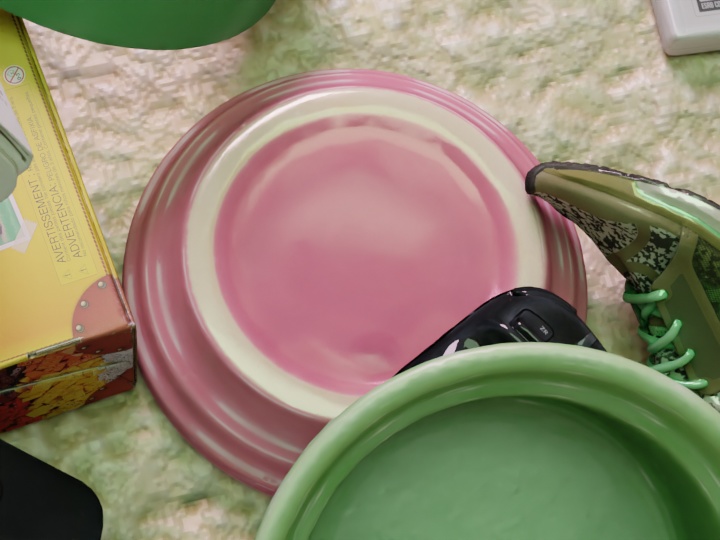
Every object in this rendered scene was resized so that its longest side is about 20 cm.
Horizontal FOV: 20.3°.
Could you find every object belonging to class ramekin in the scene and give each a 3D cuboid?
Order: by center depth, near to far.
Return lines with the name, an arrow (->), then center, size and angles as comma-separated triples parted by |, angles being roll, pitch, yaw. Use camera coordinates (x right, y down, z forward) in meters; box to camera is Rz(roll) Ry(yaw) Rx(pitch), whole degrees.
ramekin -> 0.053, 0.123, 0.726 | 0.200, 0.098, 0.200 | 0, 92, -6

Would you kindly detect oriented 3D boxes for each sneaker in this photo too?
sneaker -> 0.143, 0.029, 0.833 | 0.200, 0.077, 0.089 | 35, 86, -4

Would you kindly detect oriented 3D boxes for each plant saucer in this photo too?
plant saucer -> 0.000, 0.000, 0.847 | 0.200, 0.051, 0.201 | 2, 69, -6

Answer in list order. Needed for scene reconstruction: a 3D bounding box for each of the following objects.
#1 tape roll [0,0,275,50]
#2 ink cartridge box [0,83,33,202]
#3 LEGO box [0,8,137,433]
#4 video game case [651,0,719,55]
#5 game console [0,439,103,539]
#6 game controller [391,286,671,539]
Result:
tape roll -> -0.115, -0.180, 0.856 | 0.200, 0.048, 0.201 | 19, 41, -17
ink cartridge box -> -0.219, -0.080, 0.701 | 0.146, 0.083, 0.200 | -35, 51, 5
LEGO box -> -0.193, -0.028, 0.822 | 0.149, 0.077, 0.200 | -18, 72, -12
video game case -> 0.222, -0.198, 0.963 | 0.200, 0.023, 0.182 | -8, 70, -8
game console -> -0.143, 0.143, 0.695 | 0.118, 0.171, 0.200 | -2, 63, 40
game controller -> 0.091, 0.107, 0.799 | 0.104, 0.042, 0.200 | -37, 94, -3
